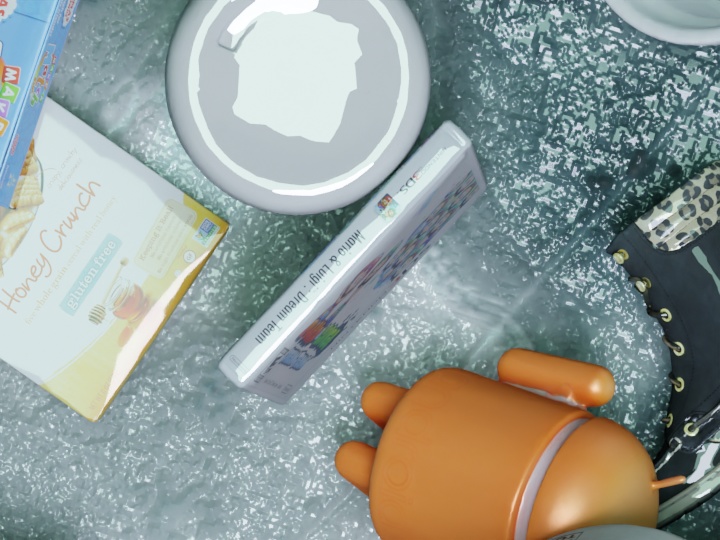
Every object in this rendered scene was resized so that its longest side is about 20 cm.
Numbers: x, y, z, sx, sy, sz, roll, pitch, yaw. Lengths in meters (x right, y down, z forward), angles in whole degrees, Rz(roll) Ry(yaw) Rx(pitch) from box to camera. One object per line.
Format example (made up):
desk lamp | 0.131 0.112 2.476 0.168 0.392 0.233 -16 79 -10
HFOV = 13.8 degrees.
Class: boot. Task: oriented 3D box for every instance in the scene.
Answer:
boot | 0.188 0.051 1.759 0.203 0.073 0.154 -40 83 7

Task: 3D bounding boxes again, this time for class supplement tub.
supplement tub | -0.036 -0.104 1.679 0.144 0.200 0.146 0 91 -2

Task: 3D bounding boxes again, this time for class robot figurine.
robot figurine | 0.085 0.127 1.710 0.199 0.144 0.117 17 128 29

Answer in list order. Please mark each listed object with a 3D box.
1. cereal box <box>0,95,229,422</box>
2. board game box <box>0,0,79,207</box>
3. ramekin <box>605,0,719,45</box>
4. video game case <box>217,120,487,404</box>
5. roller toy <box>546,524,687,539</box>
cereal box | -0.197 -0.025 1.756 0.200 0.040 0.144 34 89 -2
board game box | -0.273 -0.138 1.725 0.199 0.037 0.152 18 86 14
ramekin | 0.227 -0.219 1.693 0.200 0.097 0.202 -8 79 41
video game case | 0.000 0.000 1.683 0.024 0.200 0.182 43 90 8
roller toy | 0.133 0.233 1.590 0.182 0.140 0.201 23 113 13
